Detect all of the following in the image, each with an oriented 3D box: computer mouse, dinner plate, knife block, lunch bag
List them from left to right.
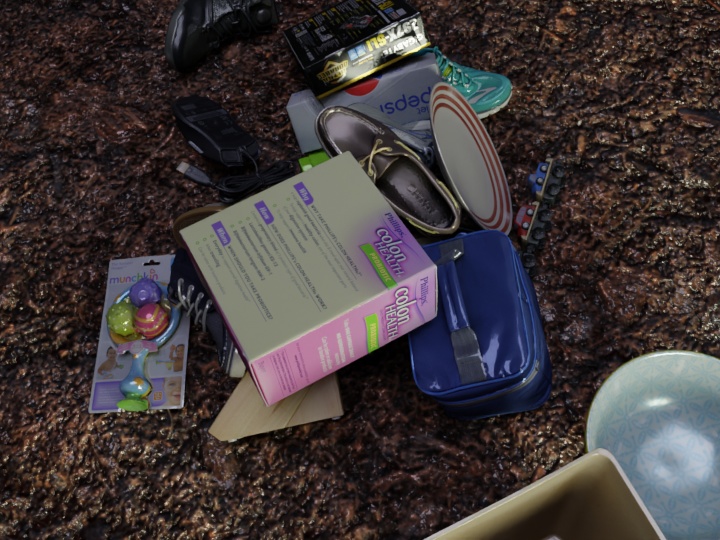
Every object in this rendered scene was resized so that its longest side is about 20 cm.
[{"bbox_3d":[-0.194,-0.149,1.049,0.200,0.046,0.140,38,42,19],"label":"computer mouse"},{"bbox_3d":[-0.081,0.086,0.909,0.199,0.064,0.177,-12,82,-2],"label":"knife block"},{"bbox_3d":[0.128,-0.130,0.975,0.024,0.200,0.201,-20,60,28],"label":"dinner plate"},{"bbox_3d":[0.124,0.051,0.886,0.135,0.132,0.201,-16,62,15],"label":"lunch bag"}]

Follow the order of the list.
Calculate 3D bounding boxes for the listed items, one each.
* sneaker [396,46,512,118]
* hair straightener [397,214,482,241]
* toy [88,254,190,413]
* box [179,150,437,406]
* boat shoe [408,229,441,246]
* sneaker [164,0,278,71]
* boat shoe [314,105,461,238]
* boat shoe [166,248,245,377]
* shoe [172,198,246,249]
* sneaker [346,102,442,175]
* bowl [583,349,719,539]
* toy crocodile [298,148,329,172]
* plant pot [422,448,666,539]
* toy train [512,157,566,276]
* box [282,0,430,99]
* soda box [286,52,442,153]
[{"bbox_3d":[0.104,-0.255,1.086,0.199,0.080,0.078,11,64,8],"label":"sneaker"},{"bbox_3d":[0.084,-0.068,1.017,0.199,0.041,0.077,20,80,19],"label":"hair straightener"},{"bbox_3d":[-0.263,0.065,0.964,0.114,0.047,0.201,-4,66,6],"label":"toy"},{"bbox_3d":[-0.052,0.004,0.823,0.199,0.097,0.176,-27,57,-12],"label":"box"},{"bbox_3d":[0.000,-0.001,0.976,0.201,0.075,0.075,-8,97,8],"label":"boat shoe"},{"bbox_3d":[-0.192,-0.356,1.156,0.114,0.076,0.200,21,61,20],"label":"sneaker"},{"bbox_3d":[0.031,-0.111,0.890,0.200,0.060,0.072,43,90,-2],"label":"boat shoe"},{"bbox_3d":[-0.174,0.045,0.917,0.092,0.075,0.200,8,29,-15],"label":"boat shoe"},{"bbox_3d":[-0.136,-0.055,1.021,0.199,0.070,0.053,-2,20,8],"label":"shoe"},{"bbox_3d":[0.062,-0.138,0.993,0.199,0.077,0.085,4,37,-34],"label":"sneaker"},{"bbox_3d":[0.323,0.193,0.834,0.199,0.108,0.201,-2,63,3],"label":"bowl"},{"bbox_3d":[-0.029,-0.105,1.007,0.067,0.062,0.200,-19,34,-9],"label":"toy crocodile"},{"bbox_3d":[0.177,0.314,0.744,0.199,0.177,0.200,-24,65,-9],"label":"plant pot"},{"bbox_3d":[0.213,-0.058,1.009,0.046,0.034,0.201,14,65,22],"label":"toy train"},{"bbox_3d":[-0.012,-0.308,1.070,0.159,0.049,0.200,-25,32,0],"label":"box"},{"bbox_3d":[0.009,-0.216,1.045,0.199,0.069,0.064,-13,26,9],"label":"soda box"}]
